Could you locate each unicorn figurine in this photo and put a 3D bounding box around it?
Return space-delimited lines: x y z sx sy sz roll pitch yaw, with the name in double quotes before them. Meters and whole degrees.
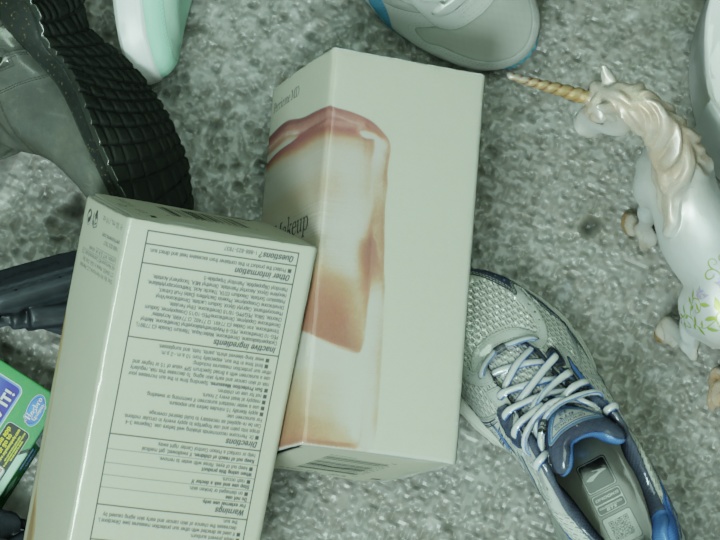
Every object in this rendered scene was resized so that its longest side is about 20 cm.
"unicorn figurine" 0.160 -0.024 1.313 0.074 0.137 0.200 -36 80 -6

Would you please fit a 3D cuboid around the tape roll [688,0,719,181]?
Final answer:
"tape roll" 0.274 -0.107 1.365 0.201 0.071 0.204 0 79 0

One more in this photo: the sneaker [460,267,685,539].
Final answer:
"sneaker" 0.104 0.077 1.319 0.077 0.085 0.200 -35 80 -7

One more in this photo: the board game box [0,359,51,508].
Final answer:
"board game box" -0.261 0.117 1.340 0.134 0.029 0.201 31 80 5

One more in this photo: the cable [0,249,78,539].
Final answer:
"cable" -0.179 0.083 1.307 0.199 0.051 0.164 -18 102 -23

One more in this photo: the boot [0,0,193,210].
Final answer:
"boot" -0.177 -0.073 1.350 0.130 0.068 0.201 -37 79 30

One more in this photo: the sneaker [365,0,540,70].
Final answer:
"sneaker" 0.023 -0.173 1.343 0.077 0.081 0.200 -45 114 3

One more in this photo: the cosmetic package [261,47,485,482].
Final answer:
"cosmetic package" 0.000 0.000 1.318 0.087 0.103 0.202 9 76 -19

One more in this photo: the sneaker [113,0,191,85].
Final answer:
"sneaker" -0.063 -0.190 1.377 0.117 0.074 0.202 8 76 8

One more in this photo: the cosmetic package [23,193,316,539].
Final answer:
"cosmetic package" -0.096 0.072 1.270 0.105 0.071 0.201 10 97 -25
